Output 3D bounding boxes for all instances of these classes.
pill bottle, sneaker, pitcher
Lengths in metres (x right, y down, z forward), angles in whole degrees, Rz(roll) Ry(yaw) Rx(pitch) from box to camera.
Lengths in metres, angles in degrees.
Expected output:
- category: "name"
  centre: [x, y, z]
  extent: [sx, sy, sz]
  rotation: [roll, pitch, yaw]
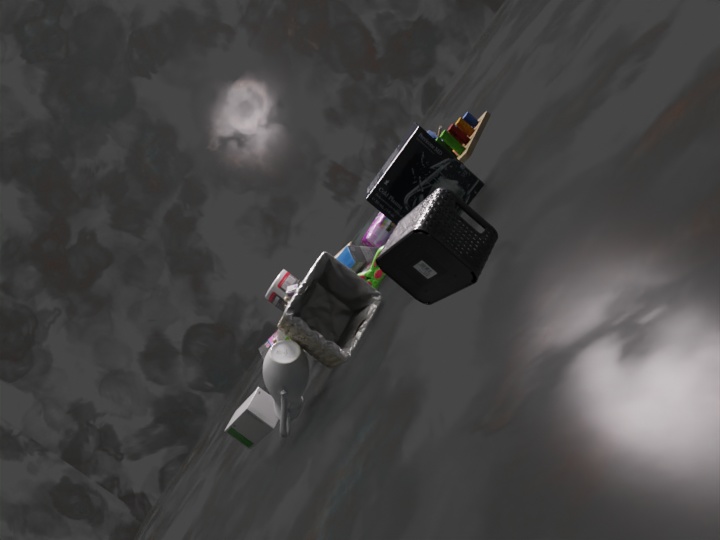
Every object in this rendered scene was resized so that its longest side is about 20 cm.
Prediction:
- category: "pill bottle"
  centre: [-0.202, 0.101, 1.847]
  extent: [0.112, 0.198, 0.111]
  rotation: [-53, 3, 4]
- category: "sneaker"
  centre: [0.045, 0.003, 1.588]
  extent: [0.200, 0.077, 0.083]
  rotation: [-46, -6, 32]
- category: "pitcher"
  centre: [-0.186, 0.296, 1.431]
  extent: [0.174, 0.116, 0.206]
  rotation: [-96, 7, -54]

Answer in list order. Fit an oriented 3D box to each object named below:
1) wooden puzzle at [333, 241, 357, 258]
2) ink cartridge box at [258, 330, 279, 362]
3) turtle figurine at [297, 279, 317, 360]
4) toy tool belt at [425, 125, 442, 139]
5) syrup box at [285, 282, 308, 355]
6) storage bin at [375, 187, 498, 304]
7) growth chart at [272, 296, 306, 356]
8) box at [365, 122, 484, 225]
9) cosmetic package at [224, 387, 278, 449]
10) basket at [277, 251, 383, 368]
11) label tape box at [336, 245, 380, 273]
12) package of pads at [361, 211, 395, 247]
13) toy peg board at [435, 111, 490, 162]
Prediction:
- category: "wooden puzzle"
  centre: [-0.054, 0.012, 1.780]
  extent: [0.184, 0.047, 0.199]
  rotation: [-41, -26, 7]
- category: "ink cartridge box"
  centre: [-0.259, 0.290, 1.850]
  extent: [0.094, 0.037, 0.201]
  rotation: [-41, 45, 1]
- category: "turtle figurine"
  centre: [-0.118, 0.153, 1.646]
  extent: [0.141, 0.203, 0.195]
  rotation: [-12, -29, -44]
- category: "toy tool belt"
  centre: [0.221, -0.398, 1.952]
  extent: [0.203, 0.123, 0.123]
  rotation: [-60, 2, -32]
- category: "syrup box"
  centre: [-0.173, 0.148, 1.756]
  extent: [0.078, 0.208, 0.079]
  rotation: [-10, 10, -4]
- category: "storage bin"
  centre: [0.127, -0.035, 0.993]
  extent: [0.095, 0.134, 0.200]
  rotation: [-55, 8, -25]
- category: "growth chart"
  centre: [-0.195, 0.193, 1.628]
  extent: [0.017, 0.145, 0.204]
  rotation: [-19, -34, -40]
- category: "box"
  centre: [0.142, -0.189, 1.305]
  extent: [0.199, 0.198, 0.124]
  rotation: [-51, 10, 13]
- category: "cosmetic package"
  centre: [-0.322, 0.450, 1.734]
  extent: [0.200, 0.106, 0.086]
  rotation: [-48, 9, 45]
- category: "basket"
  centre: [-0.083, 0.105, 1.427]
  extent: [0.201, 0.198, 0.161]
  rotation: [-57, 8, -28]
- category: "label tape box"
  centre: [0.000, 0.000, 1.701]
  extent: [0.196, 0.067, 0.144]
  rotation: [4, -41, -45]
- category: "package of pads"
  centre: [0.086, -0.159, 1.927]
  extent: [0.203, 0.075, 0.120]
  rotation: [-56, 6, -11]
- category: "toy peg board"
  centre: [0.265, -0.376, 1.692]
  extent: [0.200, 0.097, 0.202]
  rotation: [-41, 16, 55]
